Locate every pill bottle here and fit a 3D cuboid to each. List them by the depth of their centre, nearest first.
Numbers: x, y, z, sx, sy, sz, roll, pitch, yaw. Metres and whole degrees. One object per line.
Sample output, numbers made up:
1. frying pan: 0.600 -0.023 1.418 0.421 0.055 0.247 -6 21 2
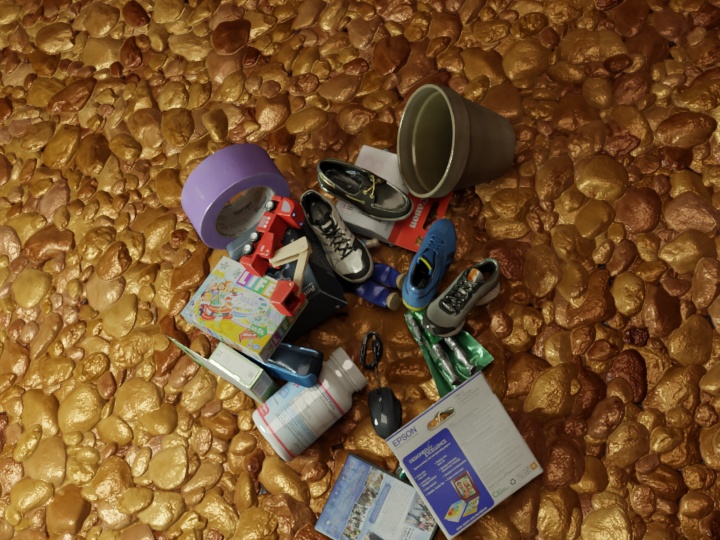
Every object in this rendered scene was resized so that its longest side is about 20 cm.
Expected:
1. pill bottle: -0.085 0.232 1.580 0.199 0.109 0.109 -40 64 -6

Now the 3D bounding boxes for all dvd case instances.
1. dvd case: 0.036 0.417 1.524 0.197 0.018 0.145 22 74 22

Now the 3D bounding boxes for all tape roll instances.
1. tape roll: -0.239 -0.141 1.722 0.198 0.201 0.085 -36 65 -4

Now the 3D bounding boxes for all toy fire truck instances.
1. toy fire truck: -0.134 -0.031 1.559 0.139 0.049 0.203 13 67 32

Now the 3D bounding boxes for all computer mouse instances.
1. computer mouse: 0.033 0.202 1.606 0.057 0.034 0.204 -16 65 7

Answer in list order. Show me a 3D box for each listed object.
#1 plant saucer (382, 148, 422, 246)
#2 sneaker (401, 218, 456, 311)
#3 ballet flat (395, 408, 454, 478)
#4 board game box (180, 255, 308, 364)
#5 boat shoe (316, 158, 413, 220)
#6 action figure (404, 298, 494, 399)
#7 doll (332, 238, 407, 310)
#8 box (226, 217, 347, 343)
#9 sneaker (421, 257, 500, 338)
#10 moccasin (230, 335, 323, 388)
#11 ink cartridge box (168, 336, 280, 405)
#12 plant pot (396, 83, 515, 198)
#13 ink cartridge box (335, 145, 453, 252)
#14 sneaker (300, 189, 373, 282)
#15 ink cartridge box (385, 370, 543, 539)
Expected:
1. plant saucer: 0.056 -0.142 1.754 0.069 0.019 0.203 -23 64 4
2. sneaker: 0.131 -0.024 1.620 0.065 0.079 0.203 21 60 9
3. ballet flat: 0.137 0.281 1.530 0.197 0.073 0.074 -28 64 -4
4. board game box: -0.206 0.066 1.581 0.197 0.034 0.136 22 66 33
5. boat shoe: 0.005 -0.152 1.678 0.198 0.061 0.073 22 74 17
6. action figure: 0.137 0.114 1.610 0.117 0.055 0.202 -34 60 1
7. doll: 0.000 0.000 1.685 0.197 0.048 0.138 24 81 31
8. box: -0.138 0.008 1.669 0.147 0.107 0.203 -34 63 17
9. sneaker: 0.177 0.043 1.578 0.073 0.080 0.199 34 54 25
10. moccasin: -0.141 0.147 1.570 0.197 0.081 0.069 19 68 32
11. ink cartridge box: -0.241 0.171 1.622 0.198 0.146 0.048 31 75 23
12. plant pot: 0.187 -0.232 1.662 0.170 0.200 0.204 1 61 -28
13. ink cartridge box: 0.063 -0.137 1.715 0.196 0.057 0.165 17 73 25
14. sneaker: -0.052 -0.063 1.649 0.075 0.088 0.201 -39 68 4
15. ink cartridge box: 0.169 0.301 1.474 0.196 0.047 0.202 -34 93 -3
